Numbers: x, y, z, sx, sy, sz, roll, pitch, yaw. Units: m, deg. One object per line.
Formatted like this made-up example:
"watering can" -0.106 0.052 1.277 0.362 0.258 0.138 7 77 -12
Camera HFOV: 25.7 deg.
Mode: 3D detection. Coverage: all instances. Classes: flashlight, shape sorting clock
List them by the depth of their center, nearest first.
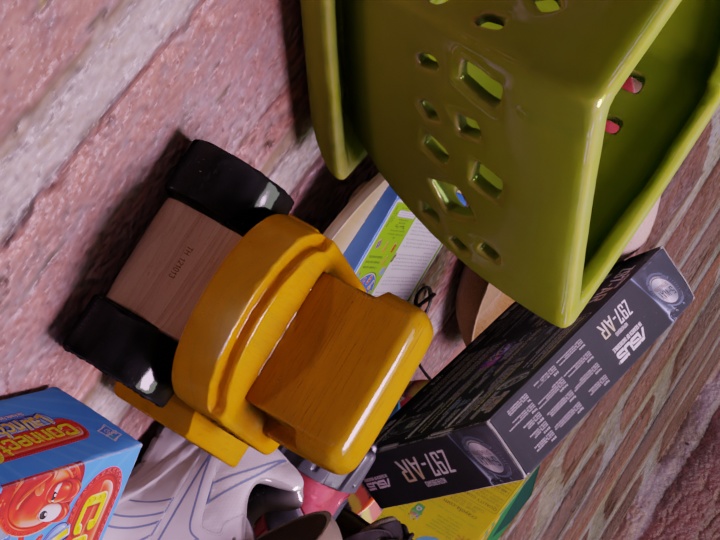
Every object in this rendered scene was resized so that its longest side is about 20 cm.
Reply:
"shape sorting clock" 0.000 0.000 0.980 0.200 0.039 0.200 -50 161 -23
"flashlight" -0.068 0.179 1.009 0.068 0.068 0.200 28 102 -36

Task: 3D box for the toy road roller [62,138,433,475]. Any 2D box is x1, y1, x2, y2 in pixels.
"toy road roller" -0.038 0.040 0.775 0.123 0.146 0.200 -58 161 -9

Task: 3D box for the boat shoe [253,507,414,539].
"boat shoe" 0.007 0.192 1.033 0.072 0.201 0.066 6 104 -58

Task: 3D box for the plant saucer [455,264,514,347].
"plant saucer" 0.129 -0.018 1.294 0.200 0.035 0.200 -51 159 -28

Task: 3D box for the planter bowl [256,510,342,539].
"planter bowl" -0.064 0.248 0.887 0.200 0.135 0.200 -33 -177 2

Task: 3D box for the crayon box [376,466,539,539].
"crayon box" 0.034 0.190 1.206 0.200 0.127 0.051 -44 155 -38

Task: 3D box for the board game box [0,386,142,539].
"board game box" -0.199 0.160 0.670 0.196 0.056 0.200 -9 126 -66

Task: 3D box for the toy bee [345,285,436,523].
"toy bee" 0.033 0.116 1.129 0.200 0.109 0.131 -61 159 0

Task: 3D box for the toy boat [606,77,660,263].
"toy boat" 0.116 -0.069 1.069 0.200 0.131 0.131 158 -59 -63

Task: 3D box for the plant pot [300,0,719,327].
"plant pot" 0.081 -0.126 0.795 0.200 0.181 0.199 -52 158 -25

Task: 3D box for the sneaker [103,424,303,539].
"sneaker" -0.107 0.147 0.843 0.200 0.087 0.075 -46 157 -36

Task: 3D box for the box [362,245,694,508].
"box" 0.105 0.071 1.034 0.200 0.044 0.160 -40 -171 -35
